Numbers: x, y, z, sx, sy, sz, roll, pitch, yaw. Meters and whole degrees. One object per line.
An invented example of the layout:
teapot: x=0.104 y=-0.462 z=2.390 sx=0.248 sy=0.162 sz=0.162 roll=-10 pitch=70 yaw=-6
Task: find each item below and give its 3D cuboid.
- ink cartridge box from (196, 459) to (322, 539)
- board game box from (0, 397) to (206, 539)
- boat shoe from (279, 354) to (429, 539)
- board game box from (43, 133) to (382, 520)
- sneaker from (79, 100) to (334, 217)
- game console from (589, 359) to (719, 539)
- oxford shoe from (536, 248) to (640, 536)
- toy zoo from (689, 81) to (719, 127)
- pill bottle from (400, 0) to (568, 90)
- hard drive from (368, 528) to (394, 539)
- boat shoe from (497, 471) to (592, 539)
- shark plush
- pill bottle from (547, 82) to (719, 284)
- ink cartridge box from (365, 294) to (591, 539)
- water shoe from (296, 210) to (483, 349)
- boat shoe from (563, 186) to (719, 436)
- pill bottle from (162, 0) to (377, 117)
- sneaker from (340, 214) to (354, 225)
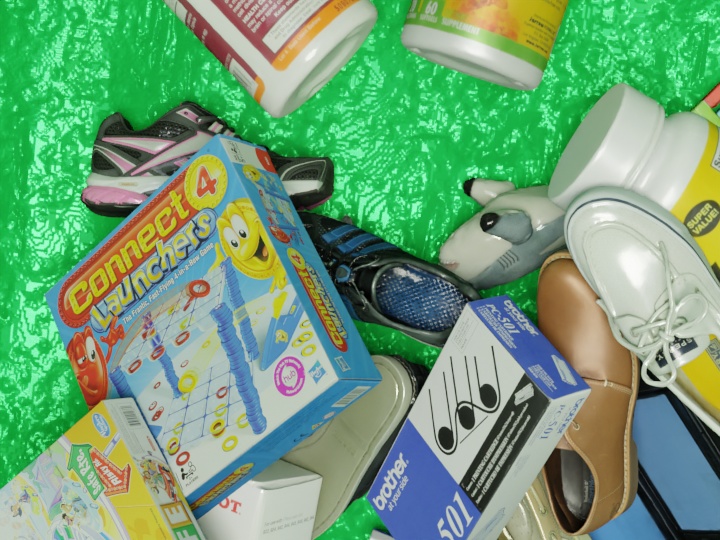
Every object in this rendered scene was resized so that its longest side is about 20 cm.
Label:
ink cartridge box: x=-0.122 y=0.234 z=0.880 sx=0.144 sy=0.084 sz=0.203 roll=15 pitch=96 yaw=32
board game box: x=-0.160 y=0.207 z=0.765 sx=0.134 sy=0.034 sz=0.201 roll=-39 pitch=71 yaw=20
boat shoe: x=-0.011 y=0.141 z=0.898 sx=0.074 sy=0.066 sz=0.201 roll=44 pitch=116 yaw=26
board game box: x=-0.110 y=0.046 z=0.807 sx=0.199 sy=0.056 sz=0.197 roll=-39 pitch=66 yaw=23
sneaker: x=-0.118 y=-0.089 z=0.892 sx=0.197 sy=0.080 sz=0.088 roll=1 pitch=84 yaw=0
game console: x=0.192 y=0.169 z=0.862 sx=0.116 sy=0.176 sz=0.201 roll=-33 pitch=91 yaw=-22
oxford shoe: x=0.151 y=0.087 z=0.801 sx=0.071 sy=0.071 sz=0.203 roll=-3 pitch=100 yaw=39
toy zoo: x=0.340 y=-0.118 z=0.873 sx=0.200 sy=0.020 sz=0.131 roll=-44 pitch=89 yaw=6
pill bottle: x=0.110 y=-0.244 z=0.842 sx=0.110 sy=0.111 sz=0.203 roll=19 pitch=95 yaw=4
hard drive: x=0.079 y=0.301 z=0.911 sx=0.198 sy=0.025 sz=0.134 roll=22 pitch=106 yaw=4
boat shoe: x=0.110 y=0.179 z=0.868 sx=0.073 sy=0.063 sz=0.202 roll=-31 pitch=91 yaw=38
shark plush: x=0.155 y=-0.025 z=0.894 sx=0.197 sy=0.091 sz=0.084 roll=-8 pitch=114 yaw=-15
pill bottle: x=0.238 y=-0.038 z=0.808 sx=0.198 sy=0.114 sz=0.115 roll=31 pitch=96 yaw=-6
ink cartridge box: x=0.077 y=0.124 z=0.812 sx=0.094 sy=0.044 sz=0.202 roll=50 pitch=132 yaw=33
water shoe: x=0.000 y=0.000 z=0.839 sx=0.197 sy=0.079 sz=0.073 roll=16 pitch=82 yaw=2
boat shoe: x=0.200 y=0.039 z=0.743 sx=0.074 sy=0.086 sz=0.203 roll=-31 pitch=107 yaw=28
pill bottle: x=-0.091 y=-0.224 z=0.861 sx=0.114 sy=0.114 sz=0.200 roll=-43 pitch=90 yaw=6
sneaker: x=-0.081 y=0.039 z=0.906 sx=0.197 sy=0.060 sz=0.106 roll=-21 pitch=90 yaw=2
